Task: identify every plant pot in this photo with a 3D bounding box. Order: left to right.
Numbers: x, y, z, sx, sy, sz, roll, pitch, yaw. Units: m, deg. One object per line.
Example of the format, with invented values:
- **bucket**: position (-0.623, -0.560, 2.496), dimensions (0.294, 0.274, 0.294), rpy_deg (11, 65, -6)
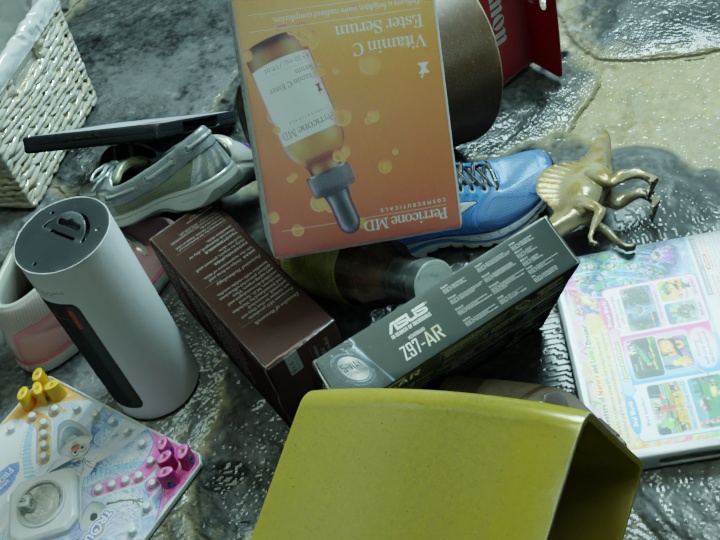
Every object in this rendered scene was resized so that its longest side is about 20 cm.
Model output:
- **plant pot**: position (-0.006, -0.165, 0.952), dimensions (0.199, 0.188, 0.187), rpy_deg (-30, 48, -25)
- **plant pot**: position (0.043, 0.170, 0.627), dimensions (0.176, 0.200, 0.201), rpy_deg (16, 80, 27)

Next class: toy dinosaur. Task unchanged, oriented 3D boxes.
- **toy dinosaur**: position (0.205, -0.074, 0.901), dimensions (0.101, 0.058, 0.200), rpy_deg (19, 53, 24)

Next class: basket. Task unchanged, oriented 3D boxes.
- **basket**: position (-0.422, -0.189, 1.139), dimensions (0.199, 0.161, 0.199), rpy_deg (3, 51, 20)

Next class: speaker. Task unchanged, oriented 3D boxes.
- **speaker**: position (-0.202, 0.034, 0.853), dimensions (0.081, 0.201, 0.082), rpy_deg (-9, 48, 10)

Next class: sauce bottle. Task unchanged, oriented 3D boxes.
- **sauce bottle**: position (0.000, 0.000, 0.872), dimensions (0.066, 0.066, 0.200), rpy_deg (-42, 29, -20)

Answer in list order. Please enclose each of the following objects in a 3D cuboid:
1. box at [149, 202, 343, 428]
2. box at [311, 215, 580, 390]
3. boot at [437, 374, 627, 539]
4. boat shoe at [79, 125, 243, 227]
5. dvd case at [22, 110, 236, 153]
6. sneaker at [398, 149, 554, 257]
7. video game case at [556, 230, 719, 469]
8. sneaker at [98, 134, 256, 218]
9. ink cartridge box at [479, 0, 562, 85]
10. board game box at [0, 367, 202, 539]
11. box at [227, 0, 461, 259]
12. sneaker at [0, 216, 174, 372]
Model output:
- **box**: position (-0.091, 0.036, 0.888), dimensions (0.075, 0.100, 0.200), rpy_deg (-34, 50, -14)
- **box**: position (0.060, 0.054, 0.786), dimensions (0.199, 0.160, 0.044), rpy_deg (-32, 73, -10)
- **boot**: position (0.093, 0.166, 0.740), dimensions (0.146, 0.070, 0.201), rpy_deg (23, 73, 24)
- **boat shoe**: position (-0.192, -0.087, 0.956), dimensions (0.201, 0.065, 0.074), rpy_deg (-4, 31, 43)
- **dvd case**: position (-0.225, -0.142, 1.055), dimensions (0.142, 0.018, 0.200), rpy_deg (-4, 11, 15)
- **sneaker**: position (0.081, -0.066, 0.932), dimensions (0.199, 0.089, 0.079), rpy_deg (-20, 48, -4)
- **video game case**: position (0.255, 0.056, 0.820), dimensions (0.181, 0.024, 0.201), rpy_deg (-11, 49, 8)
- **sneaker**: position (-0.180, -0.093, 1.057), dimensions (0.199, 0.081, 0.083), rpy_deg (-1, 6, 28)
- **ink cartridge box**: position (0.103, -0.275, 1.028), dimensions (0.084, 0.200, 0.175), rpy_deg (-40, 50, -17)
- **board game box**: position (-0.262, 0.190, 0.856), dimensions (0.199, 0.026, 0.200), rpy_deg (20, 58, 30)
- **box**: position (-0.014, -0.125, 0.820), dimensions (0.151, 0.201, 0.106), rpy_deg (-10, 11, -6)
- **sneaker**: position (-0.254, -0.003, 0.968), dimensions (0.200, 0.105, 0.075), rpy_deg (-42, 50, -21)
